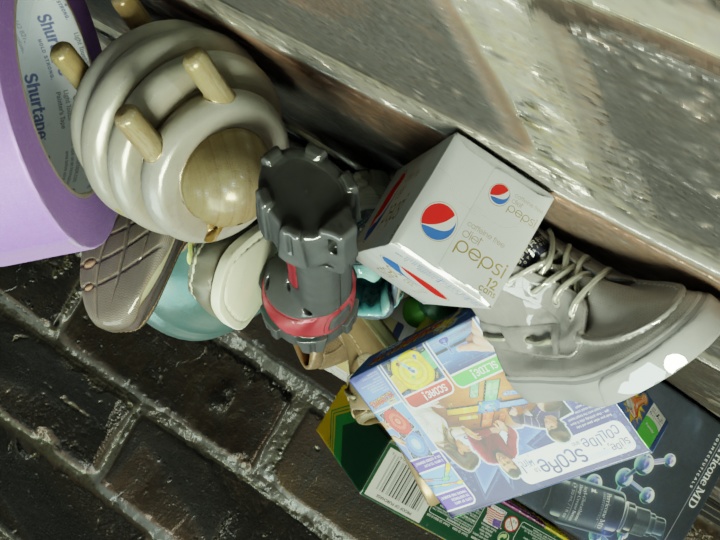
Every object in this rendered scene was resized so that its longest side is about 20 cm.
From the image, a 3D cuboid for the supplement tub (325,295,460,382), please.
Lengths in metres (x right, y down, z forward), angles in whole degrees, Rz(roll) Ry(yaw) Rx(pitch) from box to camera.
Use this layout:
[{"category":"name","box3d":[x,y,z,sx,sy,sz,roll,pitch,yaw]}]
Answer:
[{"category":"supplement tub","box3d":[0.031,0.050,1.151,0.199,0.146,0.144,28,175,45]}]

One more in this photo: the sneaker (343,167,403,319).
[{"category":"sneaker","box3d":[0.000,0.000,0.899,0.076,0.088,0.200,-10,162,7]}]

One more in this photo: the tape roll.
[{"category":"tape roll","box3d":[-0.211,-0.107,0.735,0.065,0.204,0.200,-10,170,6]}]

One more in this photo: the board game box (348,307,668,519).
[{"category":"board game box","box3d":[0.096,0.091,0.842,0.199,0.034,0.136,-30,99,46]}]

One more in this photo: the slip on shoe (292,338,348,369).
[{"category":"slip on shoe","box3d":[-0.060,-0.010,1.058,0.076,0.060,0.203,-14,98,56]}]

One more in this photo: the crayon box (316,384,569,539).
[{"category":"crayon box","box3d":[0.070,0.194,1.100,0.198,0.059,0.172,32,180,-18]}]

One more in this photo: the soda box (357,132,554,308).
[{"category":"soda box","box3d":[0.045,-0.023,0.695,0.063,0.069,0.200,32,176,-6]}]

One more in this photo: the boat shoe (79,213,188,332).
[{"category":"boat shoe","box3d":[-0.131,-0.046,0.836,0.073,0.203,0.073,2,155,30]}]

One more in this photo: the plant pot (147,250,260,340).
[{"category":"plant pot","box3d":[-0.137,-0.041,1.200,0.199,0.203,0.133,34,149,-30]}]

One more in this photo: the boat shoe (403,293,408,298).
[{"category":"boat shoe","box3d":[-0.019,-0.041,0.995,0.200,0.071,0.065,41,-156,-45]}]

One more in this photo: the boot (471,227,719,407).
[{"category":"boot","box3d":[0.113,0.018,0.668,0.096,0.073,0.200,53,158,-4]}]

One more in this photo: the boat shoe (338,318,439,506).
[{"category":"boat shoe","box3d":[0.017,0.095,0.972,0.201,0.064,0.071,51,174,21]}]

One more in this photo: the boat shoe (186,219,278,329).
[{"category":"boat shoe","box3d":[-0.085,-0.010,0.818,0.059,0.073,0.202,21,-170,6]}]

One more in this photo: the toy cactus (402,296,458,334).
[{"category":"toy cactus","box3d":[0.098,0.024,0.889,0.199,0.102,0.166,31,158,51]}]

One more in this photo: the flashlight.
[{"category":"flashlight","box3d":[-0.032,-0.011,0.697,0.066,0.069,0.200,-1,159,0]}]

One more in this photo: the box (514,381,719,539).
[{"category":"box","box3d":[0.196,0.148,1.038,0.199,0.150,0.107,32,176,-18]}]

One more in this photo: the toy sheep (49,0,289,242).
[{"category":"toy sheep","box3d":[-0.114,-0.090,0.728,0.138,0.138,0.200,36,-171,-48]}]
